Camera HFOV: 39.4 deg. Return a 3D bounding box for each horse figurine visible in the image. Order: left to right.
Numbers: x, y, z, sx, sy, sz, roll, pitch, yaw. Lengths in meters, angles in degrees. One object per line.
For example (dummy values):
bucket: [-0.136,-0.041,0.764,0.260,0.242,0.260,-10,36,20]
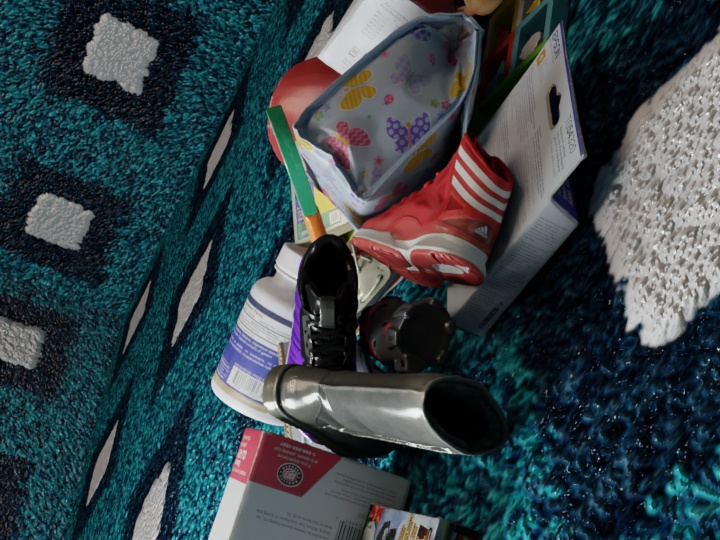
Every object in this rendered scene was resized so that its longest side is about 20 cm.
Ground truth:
horse figurine: [0.153,-0.347,1.122,0.200,0.050,0.133,-51,18,39]

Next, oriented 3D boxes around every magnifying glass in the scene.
magnifying glass: [-0.059,-0.078,1.026,0.080,0.022,0.201,-112,2,-50]

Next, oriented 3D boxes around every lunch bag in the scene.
lunch bag: [0.045,-0.143,0.979,0.200,0.127,0.170,-44,-9,-7]

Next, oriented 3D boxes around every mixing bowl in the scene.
mixing bowl: [-0.056,-0.201,1.330,0.200,0.107,0.202,12,-90,-75]

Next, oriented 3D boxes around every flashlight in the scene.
flashlight: [0.040,0.052,0.888,0.067,0.068,0.200,-26,-2,-10]

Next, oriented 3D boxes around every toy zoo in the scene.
toy zoo: [0.162,-0.232,1.001,0.131,0.020,0.202,-42,31,55]

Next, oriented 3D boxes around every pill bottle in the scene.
pill bottle: [-0.093,0.075,1.235,0.201,0.119,0.120,-65,17,8]

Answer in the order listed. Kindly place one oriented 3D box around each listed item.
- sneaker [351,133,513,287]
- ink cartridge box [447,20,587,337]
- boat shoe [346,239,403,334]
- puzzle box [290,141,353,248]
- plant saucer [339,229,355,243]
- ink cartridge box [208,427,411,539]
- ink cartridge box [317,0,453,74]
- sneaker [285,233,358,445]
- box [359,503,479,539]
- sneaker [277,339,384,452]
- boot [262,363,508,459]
sneaker: [0.071,-0.052,0.864,0.116,0.078,0.200,-61,27,-8]
ink cartridge box: [0.137,-0.078,0.852,0.200,0.043,0.197,-53,21,39]
boat shoe: [0.000,0.000,1.105,0.071,0.062,0.201,55,130,33]
puzzle box: [-0.006,-0.118,1.165,0.199,0.025,0.134,-21,66,39]
plant saucer: [0.017,-0.097,1.232,0.201,0.048,0.200,-65,17,10]
ink cartridge box: [-0.060,0.255,0.870,0.083,0.144,0.202,-17,53,69]
ink cartridge box: [0.060,-0.308,1.063,0.176,0.084,0.201,-44,15,47]
sneaker: [-0.035,0.057,0.936,0.100,0.069,0.202,108,162,-68]
box: [0.020,0.286,0.769,0.137,0.040,0.202,-18,52,67]
sneaker: [-0.024,0.160,1.033,0.070,0.107,0.202,-114,19,-64]
boot: [0.038,0.118,0.822,0.199,0.181,0.073,-9,69,42]
